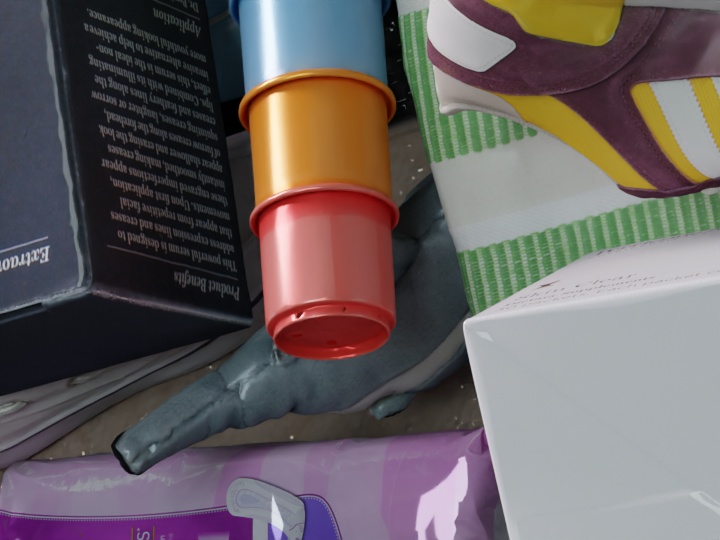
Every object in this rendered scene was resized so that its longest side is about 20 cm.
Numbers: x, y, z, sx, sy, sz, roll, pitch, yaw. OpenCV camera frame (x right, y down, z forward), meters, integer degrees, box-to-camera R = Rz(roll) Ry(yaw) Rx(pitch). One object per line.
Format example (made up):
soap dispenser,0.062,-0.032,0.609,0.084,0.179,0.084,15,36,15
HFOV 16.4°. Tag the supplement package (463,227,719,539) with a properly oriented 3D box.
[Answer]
supplement package,0.153,0.061,0.694,0.200,0.111,0.156,-10,95,24

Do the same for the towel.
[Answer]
towel,0.097,-0.031,0.775,0.152,0.023,0.200,-16,93,23

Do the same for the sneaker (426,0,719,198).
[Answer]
sneaker,0.118,-0.059,0.719,0.200,0.090,0.075,18,48,6

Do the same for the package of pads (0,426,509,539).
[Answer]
package of pads,-0.031,0.120,0.863,0.200,0.076,0.121,-6,76,25

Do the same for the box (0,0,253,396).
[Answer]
box,-0.137,-0.064,0.857,0.148,0.107,0.200,-15,76,25

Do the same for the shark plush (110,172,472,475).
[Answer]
shark plush,0.000,0.000,0.838,0.200,0.083,0.091,-21,62,-10

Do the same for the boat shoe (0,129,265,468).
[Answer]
boat shoe,-0.098,0.007,0.925,0.200,0.066,0.072,-29,68,17

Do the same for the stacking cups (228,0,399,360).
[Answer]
stacking cups,-0.013,-0.072,0.795,0.060,0.060,0.200,-17,62,21

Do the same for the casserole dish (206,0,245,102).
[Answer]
casserole dish,-0.100,-0.118,0.971,0.200,0.039,0.121,-11,73,24
